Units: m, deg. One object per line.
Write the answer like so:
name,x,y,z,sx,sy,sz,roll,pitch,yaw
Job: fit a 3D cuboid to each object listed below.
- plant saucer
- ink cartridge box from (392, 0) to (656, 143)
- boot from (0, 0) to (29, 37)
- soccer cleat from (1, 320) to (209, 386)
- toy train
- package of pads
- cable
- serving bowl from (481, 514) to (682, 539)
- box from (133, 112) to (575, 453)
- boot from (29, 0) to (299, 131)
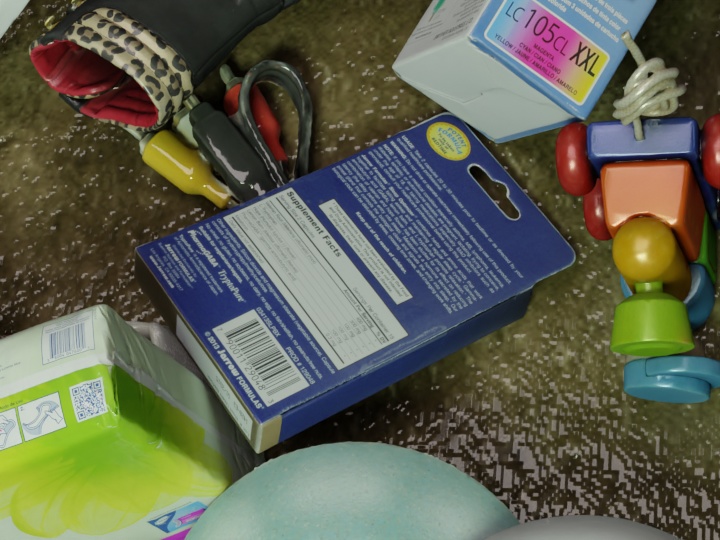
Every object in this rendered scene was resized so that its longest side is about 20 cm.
plant saucer,-0.003,0.182,0.803,0.198,0.039,0.204,0,91,8
ink cartridge box,0.112,-0.172,0.883,0.076,0.136,0.201,32,82,-13
boot,-0.262,-0.140,0.989,0.200,0.095,0.074,-50,29,23
soccer cleat,-0.175,0.056,0.924,0.198,0.086,0.071,-9,67,16
toy train,0.130,-0.014,0.788,0.084,0.200,0.117,-2,73,17
package of pads,-0.146,0.095,0.836,0.153,0.200,0.069,-20,63,10
cable,-0.043,-0.035,0.954,0.097,0.050,0.201,-31,74,-14
serving bowl,0.099,0.208,0.742,0.198,0.066,0.203,0,86,-2
box,0.000,0.000,0.886,0.199,0.033,0.121,-26,60,-24
boot,-0.129,-0.163,0.976,0.199,0.074,0.151,26,61,28
